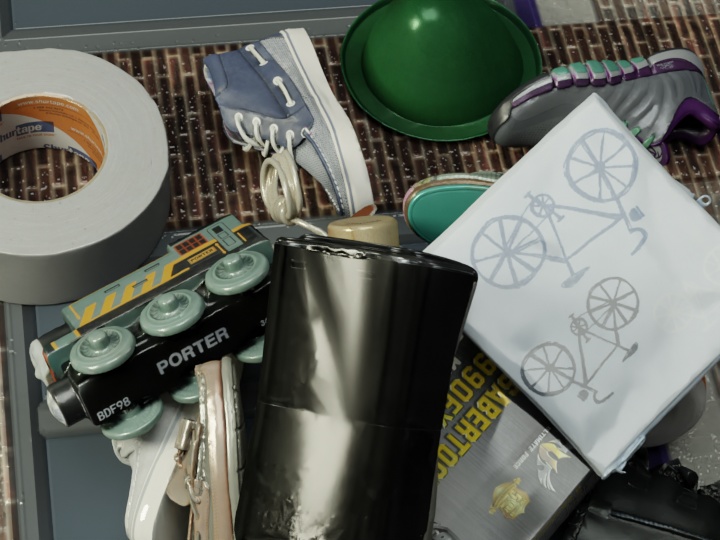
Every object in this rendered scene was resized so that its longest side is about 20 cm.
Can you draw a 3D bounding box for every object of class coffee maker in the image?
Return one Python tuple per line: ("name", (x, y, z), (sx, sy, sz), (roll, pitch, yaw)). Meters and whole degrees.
("coffee maker", (-0.002, 0.083, 1.135), (0.133, 0.192, 0.202), (7, 90, 6))

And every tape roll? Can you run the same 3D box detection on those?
("tape roll", (-0.244, -0.074, 1.410), (0.198, 0.066, 0.202), (3, 56, -4))

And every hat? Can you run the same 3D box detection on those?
("hat", (0.065, -0.217, 1.473), (0.199, 0.177, 0.166), (-32, 64, -25))

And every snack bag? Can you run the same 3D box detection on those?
("snack bag", (0.162, 0.008, 1.243), (0.188, 0.021, 0.200), (-43, 82, -11))

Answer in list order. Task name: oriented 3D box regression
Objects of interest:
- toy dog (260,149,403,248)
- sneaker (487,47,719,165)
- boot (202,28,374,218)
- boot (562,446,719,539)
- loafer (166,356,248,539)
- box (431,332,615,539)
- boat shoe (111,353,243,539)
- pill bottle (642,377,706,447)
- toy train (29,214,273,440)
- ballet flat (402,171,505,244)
("toy dog", (0.000, 0.000, 1.321), (0.095, 0.133, 0.200), (-4, 27, -24))
("sneaker", (0.204, -0.120, 1.487), (0.198, 0.075, 0.088), (-16, 63, -17))
("boot", (-0.058, -0.105, 1.456), (0.090, 0.073, 0.201), (-17, 50, -9))
("boot", (0.208, 0.222, 1.247), (0.161, 0.074, 0.199), (20, 57, 12))
("loafer", (-0.101, 0.160, 1.212), (0.062, 0.072, 0.202), (-6, 93, 1))
("box", (0.053, 0.147, 1.257), (0.158, 0.048, 0.200), (40, 81, 21))
("boat shoe", (-0.137, 0.110, 1.293), (0.068, 0.072, 0.202), (3, 57, 16))
("pill bottle", (0.191, 0.020, 1.360), (0.112, 0.113, 0.202), (3, 54, -4))
("toy train", (-0.133, 0.037, 1.271), (0.199, 0.086, 0.114), (-30, 33, -14))
("ballet flat", (0.130, -0.039, 1.307), (0.198, 0.070, 0.071), (7, 32, 4))
